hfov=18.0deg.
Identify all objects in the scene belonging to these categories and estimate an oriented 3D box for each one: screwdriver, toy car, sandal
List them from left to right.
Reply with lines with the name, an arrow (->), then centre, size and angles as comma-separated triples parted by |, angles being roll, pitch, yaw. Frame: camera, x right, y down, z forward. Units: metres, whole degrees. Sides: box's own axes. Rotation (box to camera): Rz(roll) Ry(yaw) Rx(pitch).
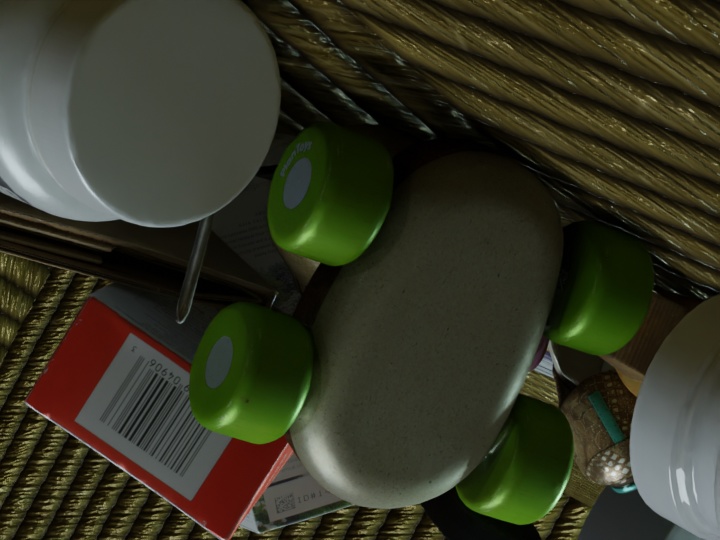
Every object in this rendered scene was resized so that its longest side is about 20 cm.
screwdriver -> -0.056, -0.034, 0.931 | 0.029, 0.028, 0.200 | 53, -156, -31
toy car -> 0.000, 0.000, 1.002 | 0.164, 0.158, 0.200 | 19, -169, -28
sandal -> 0.027, 0.092, 1.078 | 0.075, 0.048, 0.201 | 32, -167, -23

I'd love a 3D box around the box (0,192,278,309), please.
box -> -0.147, -0.036, 1.086 | 0.163, 0.021, 0.200 | 16, -168, -29

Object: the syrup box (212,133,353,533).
syrup box -> -0.054, 0.033, 1.225 | 0.078, 0.201, 0.081 | -16, -175, -17

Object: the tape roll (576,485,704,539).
tape roll -> 0.214, 0.187, 1.307 | 0.200, 0.201, 0.066 | 32, 174, -34

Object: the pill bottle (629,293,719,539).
pill bottle -> 0.200, 0.079, 0.808 | 0.200, 0.116, 0.116 | 24, 173, 45

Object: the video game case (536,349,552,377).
video game case -> 0.111, 0.040, 1.401 | 0.182, 0.023, 0.200 | 32, 175, -36

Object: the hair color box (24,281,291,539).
hair color box -> -0.075, 0.052, 1.076 | 0.111, 0.064, 0.200 | 34, -169, 3

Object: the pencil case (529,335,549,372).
pencil case -> 0.033, 0.010, 1.207 | 0.086, 0.083, 0.200 | 2, -176, -20

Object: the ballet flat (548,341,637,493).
ballet flat -> 0.125, 0.048, 1.144 | 0.065, 0.070, 0.200 | 58, -174, -10

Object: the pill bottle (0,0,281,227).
pill bottle -> -0.123, -0.083, 0.927 | 0.114, 0.114, 0.200 | 32, 173, -36

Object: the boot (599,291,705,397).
boot -> 0.194, 0.060, 0.992 | 0.144, 0.071, 0.201 | 25, -178, -45
